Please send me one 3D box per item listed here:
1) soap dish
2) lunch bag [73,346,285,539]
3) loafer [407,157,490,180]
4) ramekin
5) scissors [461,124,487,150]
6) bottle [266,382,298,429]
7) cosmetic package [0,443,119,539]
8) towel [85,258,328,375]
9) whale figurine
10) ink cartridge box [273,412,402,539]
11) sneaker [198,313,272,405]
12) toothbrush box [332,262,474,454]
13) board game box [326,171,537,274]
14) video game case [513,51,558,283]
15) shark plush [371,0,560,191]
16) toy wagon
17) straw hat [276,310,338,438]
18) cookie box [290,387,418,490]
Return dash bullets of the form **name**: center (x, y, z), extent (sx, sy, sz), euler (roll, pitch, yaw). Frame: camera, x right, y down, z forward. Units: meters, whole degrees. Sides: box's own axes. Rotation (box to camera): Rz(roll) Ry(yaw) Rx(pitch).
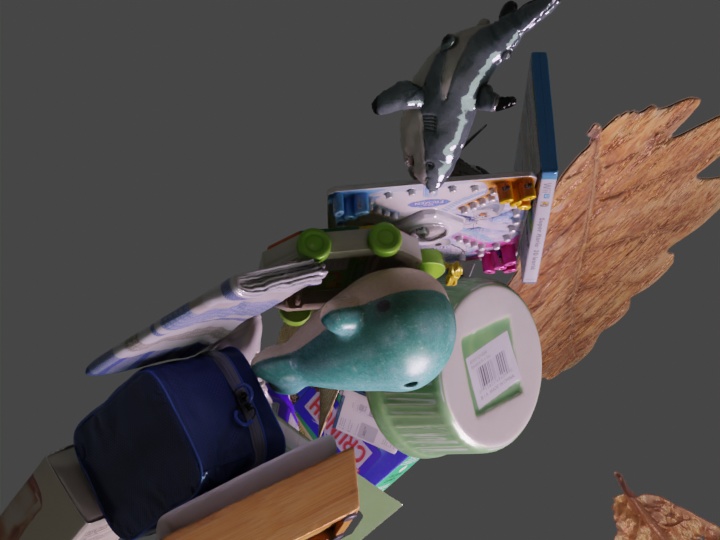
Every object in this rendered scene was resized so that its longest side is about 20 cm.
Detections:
- **soap dish**: center (-0.096, 0.242, 1.522), extent (0.199, 0.082, 0.157), euler (-24, 166, -16)
- **lunch bag**: center (-0.167, 0.161, 1.556), extent (0.132, 0.137, 0.200), euler (-15, 164, -47)
- **loafer**: center (0.100, -0.073, 1.619), extent (0.068, 0.076, 0.200), euler (-53, 153, 10)
- **ramekin**: center (0.104, 0.100, 1.685), extent (0.097, 0.202, 0.199), euler (-1, -165, 43)
- **scissors**: center (0.054, -0.079, 1.656), extent (0.200, 0.014, 0.073), euler (-39, 158, -7)
- **bottle**: center (-0.111, 0.183, 1.790), extent (0.083, 0.066, 0.200), euler (-24, -163, 10)
- **cosmetic package**: center (-0.312, 0.266, 1.658), extent (0.103, 0.088, 0.200), euler (-15, 154, -51)
- **towel**: center (-0.138, 0.045, 1.454), extent (0.199, 0.024, 0.146), euler (-29, 171, 31)
- **whale figurine**: center (-0.001, 0.080, 1.530), extent (0.199, 0.104, 0.159), euler (-24, 155, 5)
- **ink cartridge box**: center (-0.076, 0.244, 1.676), extent (0.145, 0.200, 0.048), euler (-43, -161, 27)
- **sneaker**: center (-0.120, 0.108, 1.644), extent (0.075, 0.089, 0.200), euler (-30, 162, -22)
- **toothbrush box**: center (0.048, 0.086, 1.813), extent (0.147, 0.085, 0.201), euler (105, 9, -66)
- **board game box**: center (0.067, -0.037, 1.577), extent (0.198, 0.026, 0.200), euler (-5, 158, -3)
- **video game case**: center (0.174, -0.100, 1.600), extent (0.018, 0.144, 0.201), euler (0, 149, 0)
- **shark plush**: center (0.104, -0.164, 1.388), extent (0.200, 0.083, 0.091), euler (-43, 164, 15)
- **toy wagon**: center (0.000, 0.000, 1.552), extent (0.198, 0.040, 0.155), euler (-5, 155, -13)
- **straw hat**: center (-0.045, 0.078, 1.715), extent (0.201, 0.084, 0.203), euler (23, 90, -88)
- **cookie box**: center (0.021, 0.163, 1.970), extent (0.200, 0.172, 0.075), euler (-44, 161, 19)
